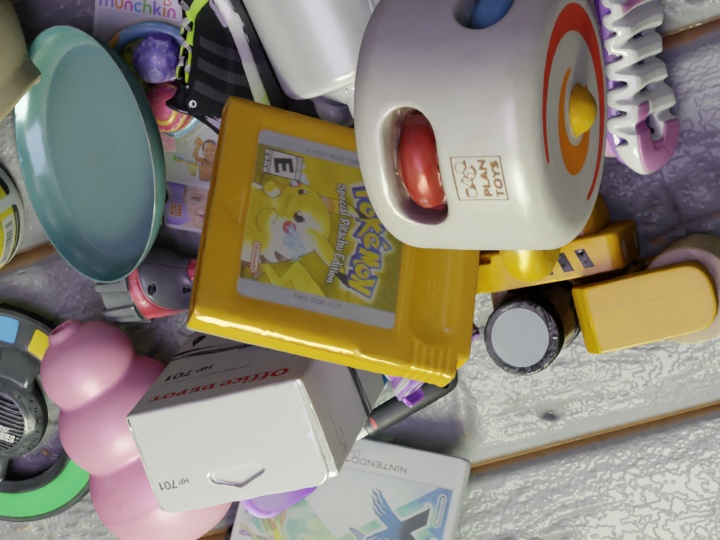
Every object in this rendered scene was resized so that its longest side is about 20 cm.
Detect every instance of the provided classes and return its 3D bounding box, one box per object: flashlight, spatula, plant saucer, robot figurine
[{"bbox_3d":[-0.109,-0.002,1.388,0.199,0.068,0.068,-9,108,19],"label":"flashlight"},{"bbox_3d":[-0.010,0.132,1.403,0.199,0.021,0.057,-29,93,2],"label":"spatula"},{"bbox_3d":[-0.205,-0.091,1.355,0.200,0.027,0.201,23,121,46],"label":"plant saucer"},{"bbox_3d":[-0.027,-0.202,1.269,0.169,0.113,0.201,-6,112,51],"label":"robot figurine"}]

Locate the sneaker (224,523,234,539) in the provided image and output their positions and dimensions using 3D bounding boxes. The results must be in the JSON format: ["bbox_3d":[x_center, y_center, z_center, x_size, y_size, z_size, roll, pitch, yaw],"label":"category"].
[{"bbox_3d":[-0.018,0.277,1.461,0.199,0.076,0.115,7,113,15],"label":"sneaker"}]

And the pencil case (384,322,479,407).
[{"bbox_3d":[0.000,0.000,1.294,0.200,0.084,0.085,52,126,10],"label":"pencil case"}]

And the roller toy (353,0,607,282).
[{"bbox_3d":[0.089,-0.103,1.168,0.139,0.182,0.201,2,78,25],"label":"roller toy"}]

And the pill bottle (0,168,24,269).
[{"bbox_3d":[-0.352,-0.017,1.372,0.112,0.200,0.113,5,110,13],"label":"pill bottle"}]

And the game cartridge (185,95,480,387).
[{"bbox_3d":[-0.012,-0.021,1.233,0.199,0.177,0.032,12,154,-12],"label":"game cartridge"}]

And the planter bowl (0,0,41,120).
[{"bbox_3d":[-0.329,-0.147,1.329,0.135,0.200,0.200,42,114,-11],"label":"planter bowl"}]

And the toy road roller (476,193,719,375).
[{"bbox_3d":[0.172,-0.013,1.284,0.199,0.123,0.147,-11,95,18],"label":"toy road roller"}]

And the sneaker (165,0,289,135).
[{"bbox_3d":[-0.111,-0.149,1.307,0.083,0.072,0.201,-25,109,-2],"label":"sneaker"}]

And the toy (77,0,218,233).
[{"bbox_3d":[-0.165,-0.127,1.367,0.115,0.047,0.201,11,112,9],"label":"toy"}]

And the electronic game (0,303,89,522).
[{"bbox_3d":[-0.306,0.122,1.497,0.199,0.042,0.201,5,111,13],"label":"electronic game"}]

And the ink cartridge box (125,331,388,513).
[{"bbox_3d":[-0.071,0.092,1.338,0.146,0.200,0.086,-13,106,18],"label":"ink cartridge box"}]

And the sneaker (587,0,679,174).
[{"bbox_3d":[0.170,-0.169,1.256,0.088,0.080,0.201,5,107,39],"label":"sneaker"}]

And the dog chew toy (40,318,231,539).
[{"bbox_3d":[-0.186,0.127,1.416,0.124,0.125,0.200,-26,107,21],"label":"dog chew toy"}]

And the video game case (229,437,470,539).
[{"bbox_3d":[-0.020,0.231,1.403,0.182,0.022,0.201,9,77,19],"label":"video game case"}]
